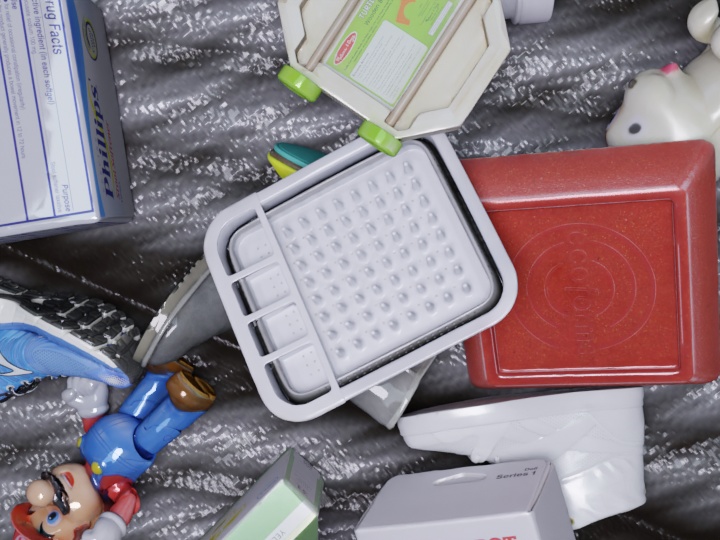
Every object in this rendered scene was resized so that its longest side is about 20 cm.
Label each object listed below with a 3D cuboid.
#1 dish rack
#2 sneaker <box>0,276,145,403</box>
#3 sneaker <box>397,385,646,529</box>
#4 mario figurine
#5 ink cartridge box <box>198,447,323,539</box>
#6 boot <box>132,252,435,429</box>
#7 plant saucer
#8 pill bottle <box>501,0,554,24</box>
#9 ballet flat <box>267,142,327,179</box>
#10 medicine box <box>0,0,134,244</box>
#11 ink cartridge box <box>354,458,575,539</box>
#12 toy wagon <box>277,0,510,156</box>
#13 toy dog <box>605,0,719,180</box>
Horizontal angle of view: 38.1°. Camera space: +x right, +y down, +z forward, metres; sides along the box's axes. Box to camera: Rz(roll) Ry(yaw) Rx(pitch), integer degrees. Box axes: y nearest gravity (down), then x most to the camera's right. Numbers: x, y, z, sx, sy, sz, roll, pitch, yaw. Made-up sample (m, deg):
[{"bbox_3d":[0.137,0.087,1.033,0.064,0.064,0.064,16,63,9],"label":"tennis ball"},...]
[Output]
[{"bbox_3d":[0.000,0.000,0.755,0.199,0.044,0.173,-28,70,7],"label":"dish rack"},{"bbox_3d":[-0.261,0.064,0.837,0.199,0.078,0.090,13,105,20],"label":"sneaker"},{"bbox_3d":[0.131,0.156,0.829,0.198,0.074,0.117,-5,88,1],"label":"sneaker"},{"bbox_3d":[-0.209,0.149,0.820,0.106,0.123,0.200,38,88,-12],"label":"mario figurine"},{"bbox_3d":[-0.092,0.219,0.774,0.048,0.200,0.146,45,93,-2],"label":"ink cartridge box"},{"bbox_3d":[-0.051,0.058,0.818,0.200,0.073,0.182,42,69,-4],"label":"boot"},{"bbox_3d":[0.166,0.010,0.783,0.198,0.037,0.201,-3,116,15],"label":"plant saucer"},{"bbox_3d":[0.045,-0.226,0.801,0.198,0.112,0.113,-2,92,2],"label":"pill bottle"},{"bbox_3d":[0.015,-0.044,0.835,0.198,0.067,0.068,16,109,0],"label":"ballet flat"},{"bbox_3d":[-0.298,-0.112,0.820,0.198,0.103,0.184,-9,91,2],"label":"medicine box"},{"bbox_3d":[0.096,0.258,0.792,0.144,0.084,0.202,-12,101,25],"label":"ink cartridge box"},{"bbox_3d":[0.006,-0.184,0.728,0.199,0.040,0.156,34,91,2],"label":"toy wagon"},{"bbox_3d":[0.287,-0.116,0.800,0.198,0.140,0.195,-10,128,1],"label":"toy dog"}]
